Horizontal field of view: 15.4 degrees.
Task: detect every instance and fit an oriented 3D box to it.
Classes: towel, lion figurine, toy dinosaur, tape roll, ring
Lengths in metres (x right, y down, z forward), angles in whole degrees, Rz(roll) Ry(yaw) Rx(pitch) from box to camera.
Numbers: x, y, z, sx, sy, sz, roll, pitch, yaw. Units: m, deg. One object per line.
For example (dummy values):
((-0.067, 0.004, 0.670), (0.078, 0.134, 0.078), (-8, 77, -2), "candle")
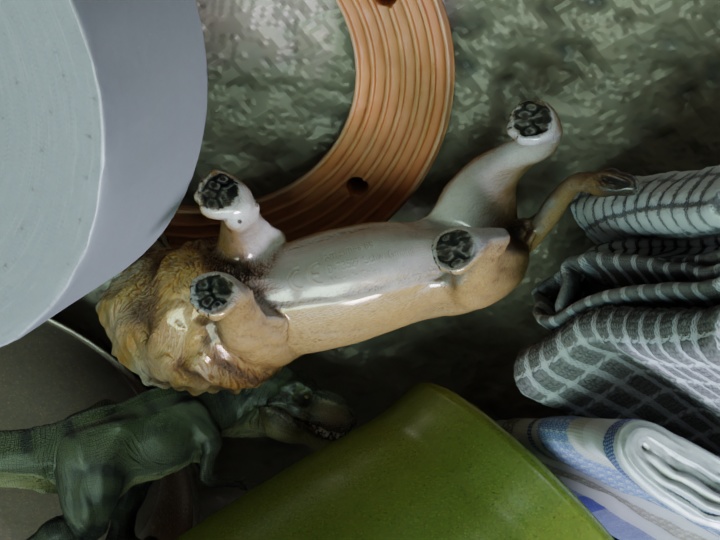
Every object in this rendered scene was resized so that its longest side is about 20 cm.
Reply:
((0.123, 0.093, 0.977), (0.147, 0.200, 0.024), (29, 80, -11), "towel")
((0.000, 0.000, 0.954), (0.200, 0.073, 0.123), (-5, 160, 4), "lion figurine")
((-0.102, 0.085, 1.014), (0.200, 0.047, 0.088), (-9, 119, -20), "toy dinosaur")
((-0.153, -0.072, 0.905), (0.200, 0.066, 0.201), (12, 116, 25), "tape roll")
((0.163, 0.045, 0.921), (0.200, 0.166, 0.086), (30, 81, -15), "towel")
((-0.065, -0.079, 0.962), (0.200, 0.019, 0.201), (4, 126, 6), "ring")

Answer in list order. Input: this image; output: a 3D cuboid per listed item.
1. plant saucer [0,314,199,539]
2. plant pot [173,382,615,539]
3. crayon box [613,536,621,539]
((-0.162, 0.078, 1.085), (0.200, 0.032, 0.200), (4, 126, 5), "plant saucer")
((0.001, 0.150, 0.981), (0.193, 0.200, 0.200), (-45, 116, -10), "plant pot")
((0.069, 0.205, 1.132), (0.127, 0.051, 0.200), (-5, 126, 12), "crayon box")
